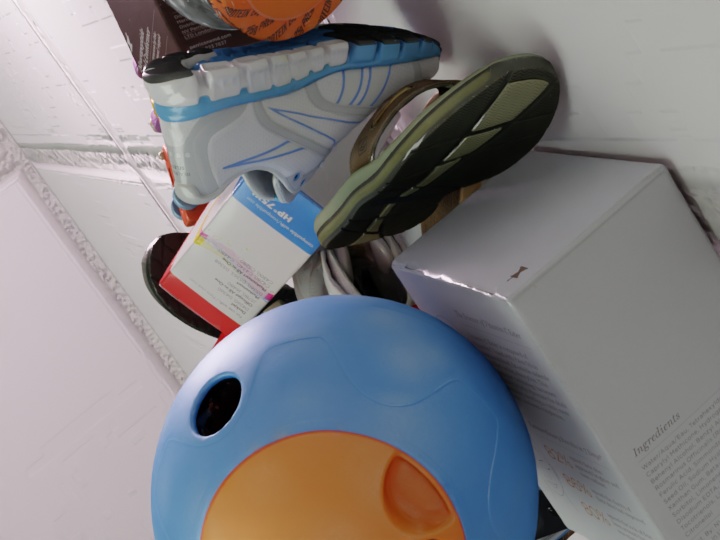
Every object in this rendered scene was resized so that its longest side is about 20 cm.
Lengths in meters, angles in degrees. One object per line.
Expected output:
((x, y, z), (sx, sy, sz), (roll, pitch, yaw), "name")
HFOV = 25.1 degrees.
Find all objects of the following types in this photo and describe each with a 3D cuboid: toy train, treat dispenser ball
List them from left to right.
((-0.119, -0.104, 1.158), (0.200, 0.055, 0.152), (126, 127, -78), "toy train")
((-0.008, 0.115, 0.826), (0.201, 0.200, 0.201), (48, 167, 15), "treat dispenser ball")

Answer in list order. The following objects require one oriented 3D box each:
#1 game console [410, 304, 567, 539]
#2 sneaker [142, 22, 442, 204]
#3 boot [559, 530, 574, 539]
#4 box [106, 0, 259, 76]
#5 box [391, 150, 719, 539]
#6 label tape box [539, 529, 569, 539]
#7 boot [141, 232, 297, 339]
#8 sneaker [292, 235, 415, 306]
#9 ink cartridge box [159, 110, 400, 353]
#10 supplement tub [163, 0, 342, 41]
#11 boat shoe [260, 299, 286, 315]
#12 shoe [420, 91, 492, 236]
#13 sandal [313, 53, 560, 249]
((0.091, 0.091, 1.001), (0.031, 0.175, 0.201), (-86, -29, -53), "game console")
((-0.033, -0.084, 0.879), (0.074, 0.199, 0.088), (15, 115, 45), "sneaker")
((0.097, 0.165, 1.306), (0.201, 0.097, 0.075), (56, 166, -19), "boot")
((-0.121, -0.190, 1.031), (0.100, 0.074, 0.202), (108, 140, -61), "box")
((0.133, 0.050, 0.855), (0.201, 0.106, 0.152), (56, 167, -18), "box")
((0.071, 0.106, 1.182), (0.143, 0.066, 0.201), (25, -148, -59), "label tape box")
((-0.113, 0.027, 1.242), (0.199, 0.069, 0.130), (24, 164, -39), "boot")
((0.000, 0.000, 1.075), (0.200, 0.073, 0.117), (-124, 20, -48), "sneaker")
((-0.064, -0.037, 1.082), (0.067, 0.117, 0.200), (36, 137, -8), "ink cartridge box")
((-0.091, -0.213, 0.890), (0.200, 0.122, 0.123), (41, 164, 38), "supplement tub")
((-0.031, 0.102, 1.108), (0.200, 0.068, 0.075), (52, -178, -38), "boat shoe")
((0.068, -0.037, 0.974), (0.201, 0.053, 0.070), (89, 156, -50), "shoe")
((0.028, -0.068, 0.868), (0.201, 0.079, 0.058), (-34, 65, 52), "sandal")
